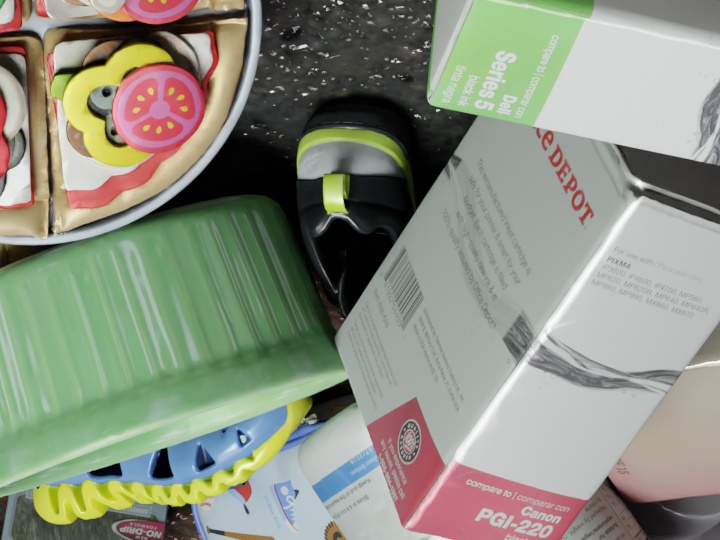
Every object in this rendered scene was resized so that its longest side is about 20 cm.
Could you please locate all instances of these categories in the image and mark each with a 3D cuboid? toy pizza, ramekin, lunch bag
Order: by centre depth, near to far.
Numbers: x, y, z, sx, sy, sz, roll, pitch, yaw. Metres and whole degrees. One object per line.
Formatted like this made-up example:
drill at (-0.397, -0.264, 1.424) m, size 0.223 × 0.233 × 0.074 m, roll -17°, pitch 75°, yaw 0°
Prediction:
toy pizza at (-0.140, -0.101, 1.218) m, size 0.199 × 0.032 × 0.201 m, roll -4°, pitch 113°, yaw -9°
ramekin at (-0.110, 0.036, 1.391) m, size 0.199 × 0.098 × 0.200 m, roll -19°, pitch 175°, yaw -2°
lunch bag at (-0.001, 0.166, 1.586) m, size 0.160 × 0.075 × 0.201 m, roll -20°, pitch 98°, yaw 38°

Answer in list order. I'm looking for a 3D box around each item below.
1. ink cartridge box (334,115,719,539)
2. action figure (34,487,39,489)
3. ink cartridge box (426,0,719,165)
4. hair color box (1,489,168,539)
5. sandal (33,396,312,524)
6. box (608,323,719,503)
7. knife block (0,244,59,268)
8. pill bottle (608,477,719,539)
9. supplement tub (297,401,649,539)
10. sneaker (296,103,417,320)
ink cartridge box at (0.083, 0.008, 1.277) m, size 0.084 × 0.146 × 0.200 m, roll 16°, pitch 121°, yaw -27°
action figure at (-0.247, 0.037, 1.502) m, size 0.199 × 0.118 × 0.055 m, roll 16°, pitch 133°, yaw 1°
ink cartridge box at (0.136, -0.124, 1.128) m, size 0.199 × 0.146 × 0.084 m, roll 12°, pitch 147°, yaw -8°
hair color box at (-0.182, 0.209, 1.778) m, size 0.098 × 0.061 × 0.200 m, roll 9°, pitch 148°, yaw -5°
sandal at (-0.117, 0.081, 1.544) m, size 0.199 × 0.080 × 0.087 m, roll -15°, pitch 111°, yaw 32°
box at (0.206, 0.031, 1.389) m, size 0.199 × 0.109 × 0.128 m, roll -9°, pitch 144°, yaw 23°
knife block at (-0.222, -0.034, 1.348) m, size 0.199 × 0.064 × 0.175 m, roll -22°, pitch 161°, yaw 38°
pill bottle at (0.138, 0.141, 1.568) m, size 0.111 × 0.112 × 0.200 m, roll 15°, pitch 146°, yaw -13°
supplement tub at (0.071, 0.139, 1.446) m, size 0.132 × 0.132 × 0.201 m, roll -36°, pitch 86°, yaw 46°
sneaker at (0.000, 0.000, 1.401) m, size 0.071 × 0.083 × 0.200 m, roll -2°, pitch 147°, yaw 14°
